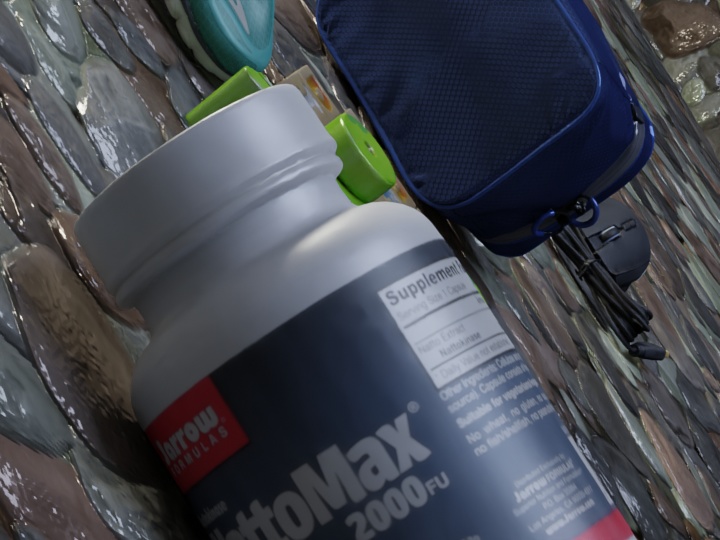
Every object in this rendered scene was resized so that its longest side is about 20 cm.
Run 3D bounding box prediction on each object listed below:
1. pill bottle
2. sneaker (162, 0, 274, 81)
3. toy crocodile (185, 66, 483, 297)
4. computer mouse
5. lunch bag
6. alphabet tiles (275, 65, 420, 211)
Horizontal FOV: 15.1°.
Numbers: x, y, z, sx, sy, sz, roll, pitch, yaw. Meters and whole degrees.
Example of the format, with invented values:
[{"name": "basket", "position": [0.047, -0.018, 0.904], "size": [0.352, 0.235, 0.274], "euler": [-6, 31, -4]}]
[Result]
[{"name": "pill bottle", "position": [-0.006, 0.047, 0.897], "size": [0.201, 0.119, 0.120], "euler": [57, 12, 6]}, {"name": "sneaker", "position": [-0.050, -0.189, 1.284], "size": [0.077, 0.079, 0.202], "euler": [9, 84, -60]}, {"name": "toy crocodile", "position": [0.000, 0.000, 1.164], "size": [0.200, 0.067, 0.062], "euler": [53, 13, -15]}, {"name": "computer mouse", "position": [0.193, 0.000, 1.968], "size": [0.141, 0.046, 0.200], "euler": [58, 12, 12]}, {"name": "lunch bag", "position": [0.082, -0.107, 1.597], "size": [0.201, 0.135, 0.132], "euler": [62, 14, 22]}, {"name": "alphabet tiles", "position": [0.007, -0.031, 1.418], "size": [0.167, 0.006, 0.200], "euler": [55, 12, -4]}]
